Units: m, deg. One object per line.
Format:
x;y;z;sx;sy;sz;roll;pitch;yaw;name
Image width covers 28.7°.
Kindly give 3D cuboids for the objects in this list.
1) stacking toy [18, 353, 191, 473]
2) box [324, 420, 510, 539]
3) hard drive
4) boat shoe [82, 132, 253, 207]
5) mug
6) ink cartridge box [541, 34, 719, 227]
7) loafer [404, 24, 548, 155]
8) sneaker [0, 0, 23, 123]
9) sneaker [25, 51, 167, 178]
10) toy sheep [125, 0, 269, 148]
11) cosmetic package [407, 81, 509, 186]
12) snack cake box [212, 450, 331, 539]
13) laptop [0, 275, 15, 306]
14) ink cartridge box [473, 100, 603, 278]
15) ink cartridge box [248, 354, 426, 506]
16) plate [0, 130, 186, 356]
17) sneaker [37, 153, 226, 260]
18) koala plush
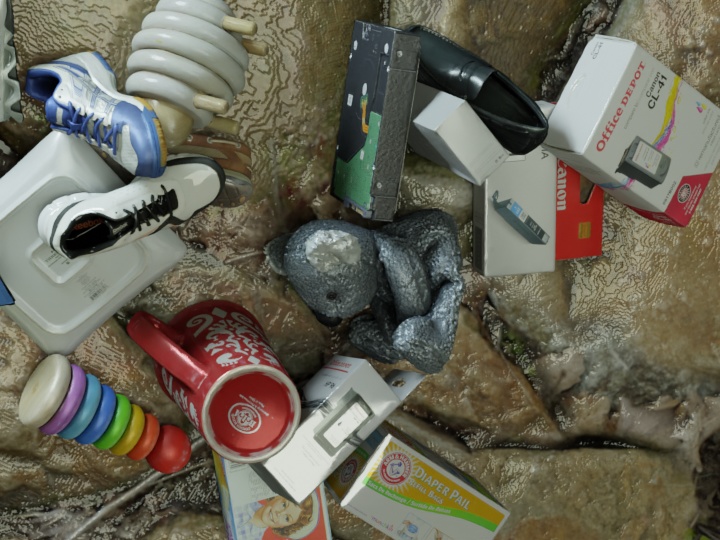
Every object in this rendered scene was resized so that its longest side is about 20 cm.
-0.275;0.172;1.559;0.199;0.085;0.086;33;92;-29;stacking toy
0.060;0.264;1.675;0.199;0.112;0.102;35;91;-22;box
0.016;-0.165;1.533;0.037;0.140;0.202;5;101;-19;hard drive
-0.210;-0.125;1.511;0.198;0.076;0.072;15;65;-13;boat shoe
-0.161;0.123;1.514;0.176;0.200;0.135;2;104;-19;mug
0.327;-0.161;1.646;0.199;0.085;0.149;28;88;-35;ink cartridge box
0.129;-0.210;1.570;0.200;0.070;0.068;39;68;0;loafer
-0.392;-0.243;1.408;0.088;0.074;0.202;-7;106;-19;sneaker
-0.268;-0.148;1.410;0.088;0.200;0.076;-14;131;-35;sneaker
-0.174;-0.220;1.460;0.137;0.138;0.202;27;72;-23;toy sheep
0.085;-0.156;1.526;0.051;0.200;0.083;-45;113;-2;cosmetic package
-0.102;0.268;1.644;0.114;0.067;0.202;-13;107;-18;snack cake box
-0.485;-0.008;1.415;0.199;0.116;0.188;-31;111;-9;laptop
0.221;-0.100;1.672;0.174;0.045;0.202;-6;106;-16;ink cartridge box
-0.032;0.158;1.548;0.200;0.116;0.068;-44;103;-14;ink cartridge box
-0.317;-0.020;1.488;0.199;0.032;0.200;-39;117;7;plate
-0.227;-0.058;1.432;0.199;0.080;0.074;-24;114;-11;sneaker
0.000;0.000;1.563;0.198;0.177;0.186;16;85;-21;koala plush
